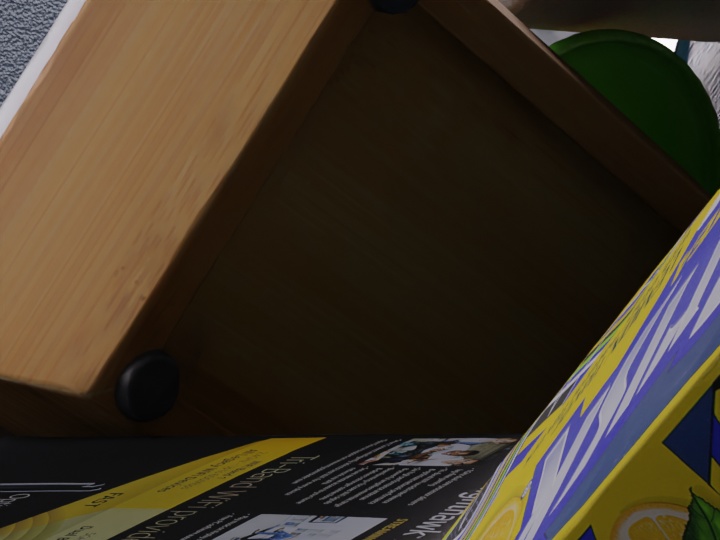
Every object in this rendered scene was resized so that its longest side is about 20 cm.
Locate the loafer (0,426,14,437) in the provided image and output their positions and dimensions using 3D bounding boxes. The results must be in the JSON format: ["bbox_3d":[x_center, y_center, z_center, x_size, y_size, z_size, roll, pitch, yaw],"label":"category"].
[{"bbox_3d":[-0.114,0.047,0.729,0.071,0.073,0.200,-48,15,50],"label":"loafer"}]

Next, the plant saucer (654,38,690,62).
[{"bbox_3d":[0.102,-0.069,1.026,0.200,0.019,0.070,-68,-16,-68],"label":"plant saucer"}]

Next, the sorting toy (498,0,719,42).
[{"bbox_3d":[0.129,-0.140,0.839,0.200,0.036,0.185,-55,-21,19],"label":"sorting toy"}]

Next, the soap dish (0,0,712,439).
[{"bbox_3d":[0.000,0.000,0.733,0.081,0.200,0.157,26,82,46],"label":"soap dish"}]

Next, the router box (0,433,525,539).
[{"bbox_3d":[-0.057,0.077,0.554,0.200,0.157,0.052,-22,-73,-59],"label":"router box"}]

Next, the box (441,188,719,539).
[{"bbox_3d":[0.056,0.038,0.412,0.200,0.064,0.070,-56,4,49],"label":"box"}]

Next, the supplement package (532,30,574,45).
[{"bbox_3d":[0.026,-0.034,1.217,0.200,0.121,0.120,-56,4,41],"label":"supplement package"}]

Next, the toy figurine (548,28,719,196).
[{"bbox_3d":[-0.022,-0.016,0.891,0.200,0.150,0.184,-31,24,-20],"label":"toy figurine"}]
